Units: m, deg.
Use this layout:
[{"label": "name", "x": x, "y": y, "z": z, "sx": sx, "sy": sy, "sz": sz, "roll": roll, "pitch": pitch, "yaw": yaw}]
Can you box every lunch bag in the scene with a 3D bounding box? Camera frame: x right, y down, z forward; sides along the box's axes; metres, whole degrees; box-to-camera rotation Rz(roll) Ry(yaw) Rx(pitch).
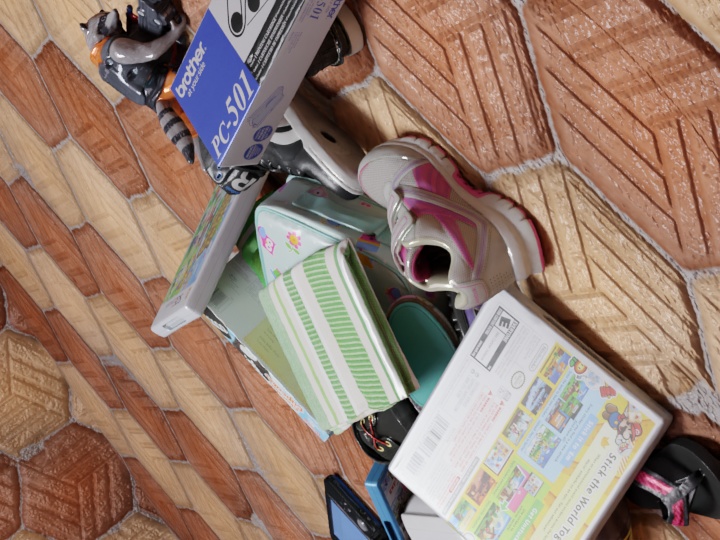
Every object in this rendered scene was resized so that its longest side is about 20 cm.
[{"label": "lunch bag", "x": 0.000, "y": 0.000, "z": 1.601, "sx": 0.199, "sy": 0.077, "sz": 0.162, "roll": 24, "pitch": 140, "yaw": 31}]

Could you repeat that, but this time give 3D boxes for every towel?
[{"label": "towel", "x": -0.022, "y": 0.062, "z": 1.563, "sx": 0.154, "sy": 0.023, "sz": 0.200, "roll": 64, "pitch": 154, "yaw": 3}]

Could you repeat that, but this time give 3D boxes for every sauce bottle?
[{"label": "sauce bottle", "x": 0.203, "y": 0.223, "z": 1.534, "sx": 0.066, "sy": 0.066, "sz": 0.200, "roll": 43, "pitch": 167, "yaw": 28}]

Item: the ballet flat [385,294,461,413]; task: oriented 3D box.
[{"label": "ballet flat", "x": 0.085, "y": 0.108, "z": 1.529, "sx": 0.201, "sy": 0.069, "sz": 0.071, "roll": 60, "pitch": -155, "yaw": -2}]

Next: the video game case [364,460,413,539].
[{"label": "video game case", "x": 0.067, "y": 0.234, "z": 1.801, "sx": 0.018, "sy": 0.144, "sz": 0.201, "roll": 1, "pitch": 131, "yaw": 30}]

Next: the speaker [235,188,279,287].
[{"label": "speaker", "x": -0.039, "y": 0.015, "z": 1.748, "sx": 0.200, "sy": 0.088, "sz": 0.089, "roll": 49, "pitch": 160, "yaw": 14}]

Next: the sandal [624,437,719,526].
[{"label": "sandal", "x": 0.243, "y": 0.178, "z": 1.423, "sx": 0.075, "sy": 0.045, "sz": 0.200, "roll": 55, "pitch": 161, "yaw": -4}]

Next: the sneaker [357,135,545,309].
[{"label": "sneaker", "x": 0.055, "y": -0.038, "z": 1.430, "sx": 0.200, "sy": 0.088, "sz": 0.082, "roll": 36, "pitch": 154, "yaw": 43}]

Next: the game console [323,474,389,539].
[{"label": "game console", "x": -0.022, "y": 0.394, "z": 2.304, "sx": 0.171, "sy": 0.118, "sz": 0.201, "roll": 44, "pitch": 158, "yaw": 25}]

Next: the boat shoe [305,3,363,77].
[{"label": "boat shoe", "x": -0.081, "y": -0.225, "z": 1.472, "sx": 0.200, "sy": 0.060, "sz": 0.076, "roll": 35, "pitch": 152, "yaw": 41}]

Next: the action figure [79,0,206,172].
[{"label": "action figure", "x": -0.201, "y": -0.202, "z": 1.740, "sx": 0.193, "sy": 0.105, "sz": 0.201, "roll": 38, "pitch": 157, "yaw": 19}]

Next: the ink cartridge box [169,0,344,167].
[{"label": "ink cartridge box", "x": -0.080, "y": -0.187, "z": 1.403, "sx": 0.094, "sy": 0.044, "sz": 0.201, "roll": 56, "pitch": 135, "yaw": 27}]

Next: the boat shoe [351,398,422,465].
[{"label": "boat shoe", "x": 0.032, "y": 0.145, "z": 1.631, "sx": 0.074, "sy": 0.063, "sz": 0.201, "roll": 60, "pitch": 170, "yaw": 3}]

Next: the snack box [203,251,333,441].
[{"label": "snack box", "x": -0.063, "y": 0.061, "z": 1.806, "sx": 0.200, "sy": 0.116, "sz": 0.037, "roll": 47, "pitch": 162, "yaw": 4}]

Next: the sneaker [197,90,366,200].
[{"label": "sneaker", "x": -0.073, "y": -0.097, "z": 1.579, "sx": 0.073, "sy": 0.112, "sz": 0.200, "roll": 13, "pitch": -152, "yaw": -49}]

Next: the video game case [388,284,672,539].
[{"label": "video game case", "x": 0.134, "y": 0.142, "z": 1.445, "sx": 0.182, "sy": 0.023, "sz": 0.201, "roll": 40, "pitch": 115, "yaw": 24}]

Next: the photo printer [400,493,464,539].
[{"label": "photo printer", "x": 0.126, "y": 0.275, "z": 1.656, "sx": 0.167, "sy": 0.069, "sz": 0.200, "roll": 56, "pitch": 163, "yaw": -3}]

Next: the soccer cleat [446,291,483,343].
[{"label": "soccer cleat", "x": 0.136, "y": 0.076, "z": 1.496, "sx": 0.202, "sy": 0.073, "sz": 0.068, "roll": 66, "pitch": -165, "yaw": 14}]

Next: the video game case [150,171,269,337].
[{"label": "video game case", "x": -0.144, "y": -0.036, "z": 1.755, "sx": 0.022, "sy": 0.202, "sz": 0.182, "roll": 27, "pitch": 165, "yaw": -12}]
